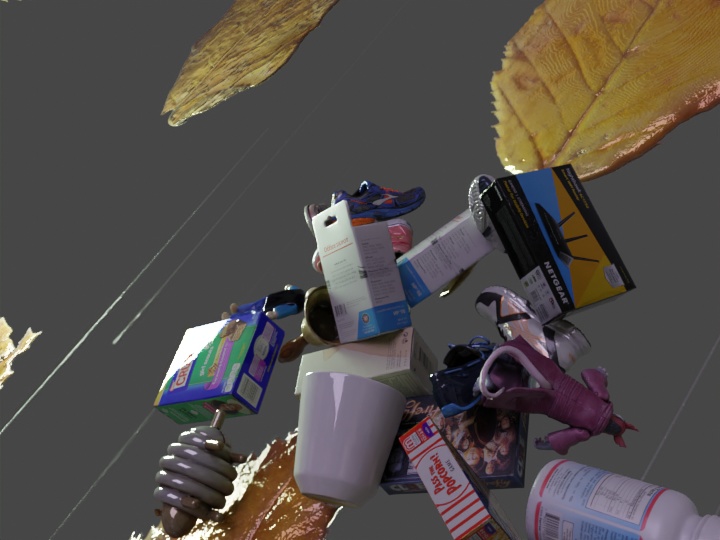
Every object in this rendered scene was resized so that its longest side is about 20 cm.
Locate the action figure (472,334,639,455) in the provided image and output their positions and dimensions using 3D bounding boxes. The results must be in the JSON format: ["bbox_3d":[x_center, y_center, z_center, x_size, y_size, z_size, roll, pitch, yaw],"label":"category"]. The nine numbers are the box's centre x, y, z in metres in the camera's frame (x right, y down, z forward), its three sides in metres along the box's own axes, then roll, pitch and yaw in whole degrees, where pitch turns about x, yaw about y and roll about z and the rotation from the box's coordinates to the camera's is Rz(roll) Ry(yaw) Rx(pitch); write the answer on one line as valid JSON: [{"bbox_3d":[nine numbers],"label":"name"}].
[{"bbox_3d":[0.248,0.148,0.953,0.198,0.149,0.135,25,74,15],"label":"action figure"}]

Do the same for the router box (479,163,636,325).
[{"bbox_3d":[0.269,-0.040,1.068,0.148,0.202,0.051,-14,-18,-31],"label":"router box"}]

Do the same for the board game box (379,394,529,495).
[{"bbox_3d":[0.128,0.230,1.058,0.198,0.035,0.137,-13,44,30],"label":"board game box"}]

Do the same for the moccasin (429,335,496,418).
[{"bbox_3d":[0.148,0.127,1.047,0.080,0.069,0.200,-30,0,24],"label":"moccasin"}]

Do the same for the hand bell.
[{"bbox_3d":[-0.088,0.113,1.296,0.200,0.103,0.105,-42,23,50],"label":"hand bell"}]

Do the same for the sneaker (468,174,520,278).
[{"bbox_3d":[0.252,-0.085,1.168,0.130,0.199,0.079,-48,10,-31],"label":"sneaker"}]

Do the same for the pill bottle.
[{"bbox_3d":[0.284,0.275,0.823,0.198,0.109,0.109,8,56,43],"label":"pill bottle"}]

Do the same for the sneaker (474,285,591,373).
[{"bbox_3d":[0.224,0.086,1.099,0.080,0.074,0.199,-47,38,-10],"label":"sneaker"}]

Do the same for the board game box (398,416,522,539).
[{"bbox_3d":[0.132,0.275,0.871,0.046,0.201,0.152,-36,36,2],"label":"board game box"}]

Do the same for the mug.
[{"bbox_3d":[-0.017,0.242,1.071,0.147,0.187,0.155,4,66,20],"label":"mug"}]

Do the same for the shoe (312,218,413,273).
[{"bbox_3d":[0.001,-0.023,1.393,0.198,0.072,0.092,-19,35,16],"label":"shoe"}]

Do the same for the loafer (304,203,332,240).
[{"bbox_3d":[-0.061,-0.097,1.462,0.062,0.073,0.200,-23,0,4],"label":"loafer"}]

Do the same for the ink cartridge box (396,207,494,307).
[{"bbox_3d":[0.140,-0.030,1.241,0.199,0.067,0.116,-35,4,3],"label":"ink cartridge box"}]

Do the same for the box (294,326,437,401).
[{"bbox_3d":[0.009,0.162,1.178,0.198,0.095,0.078,-15,43,25],"label":"box"}]

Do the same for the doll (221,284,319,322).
[{"bbox_3d":[-0.154,0.064,1.442,0.198,0.049,0.137,-14,18,23],"label":"doll"}]

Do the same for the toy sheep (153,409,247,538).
[{"bbox_3d":[-0.248,0.312,1.204,0.137,0.138,0.202,1,55,39],"label":"toy sheep"}]

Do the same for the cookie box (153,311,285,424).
[{"bbox_3d":[-0.249,0.175,1.381,0.198,0.075,0.173,-15,43,35],"label":"cookie box"}]

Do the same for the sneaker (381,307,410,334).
[{"bbox_3d":[-0.010,0.054,1.312,0.198,0.087,0.075,-3,48,39],"label":"sneaker"}]

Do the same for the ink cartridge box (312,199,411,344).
[{"bbox_3d":[0.000,0.000,1.182,0.066,0.203,0.115,-10,-6,-33],"label":"ink cartridge box"}]

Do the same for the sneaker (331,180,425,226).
[{"bbox_3d":[0.034,-0.128,1.416,0.198,0.080,0.075,-17,4,-29],"label":"sneaker"}]
